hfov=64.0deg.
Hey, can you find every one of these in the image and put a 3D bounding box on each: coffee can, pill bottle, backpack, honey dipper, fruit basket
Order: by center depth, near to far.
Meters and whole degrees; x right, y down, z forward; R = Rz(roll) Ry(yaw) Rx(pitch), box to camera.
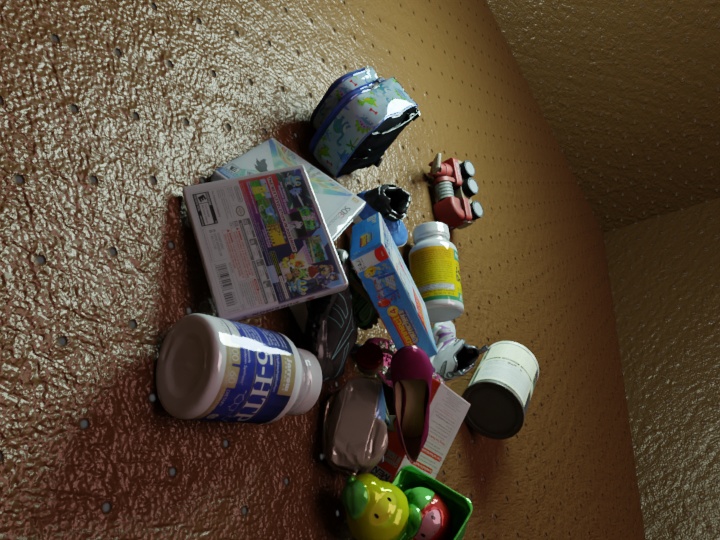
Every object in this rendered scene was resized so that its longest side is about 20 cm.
[{"bbox_3d":[-0.144,0.132,0.734,0.199,0.118,0.122,22,57,-50],"label":"pill bottle"},{"bbox_3d":[0.055,0.387,0.854,0.214,0.154,0.220,-25,124,-43],"label":"fruit basket"},{"bbox_3d":[-0.033,0.002,0.989,0.200,0.038,0.038,45,39,-11],"label":"honey dipper"},{"bbox_3d":[-0.010,-0.276,1.090,0.147,0.183,0.200,45,38,2],"label":"backpack"},{"bbox_3d":[0.163,0.003,1.270,0.112,0.111,0.204,27,53,-48],"label":"pill bottle"},{"bbox_3d":[0.334,0.278,1.367,0.200,0.144,0.149,-39,107,-56],"label":"coffee can"}]

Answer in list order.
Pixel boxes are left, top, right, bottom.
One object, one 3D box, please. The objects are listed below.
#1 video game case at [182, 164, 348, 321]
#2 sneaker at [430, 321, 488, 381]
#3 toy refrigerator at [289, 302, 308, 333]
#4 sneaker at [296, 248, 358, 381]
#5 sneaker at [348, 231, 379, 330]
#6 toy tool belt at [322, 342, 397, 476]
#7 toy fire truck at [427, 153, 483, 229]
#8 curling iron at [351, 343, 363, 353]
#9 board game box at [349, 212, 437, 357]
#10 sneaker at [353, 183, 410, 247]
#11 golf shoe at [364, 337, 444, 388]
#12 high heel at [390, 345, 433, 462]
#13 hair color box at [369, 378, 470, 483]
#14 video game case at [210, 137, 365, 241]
[{"bbox_3d":[-0.132,-0.043,0.793,0.179,0.023,0.203,-14,69,-20],"label":"video game case"},{"bbox_3d":[0.212,0.168,1.238,0.078,0.138,0.201,56,36,-21],"label":"sneaker"},{"bbox_3d":[-0.090,-0.002,0.927,0.203,0.069,0.076,64,34,-12],"label":"toy refrigerator"},{"bbox_3d":[-0.043,0.070,0.874,0.078,0.075,0.204,12,92,-38],"label":"sneaker"},{"bbox_3d":[0.000,0.000,1.056,0.085,0.077,0.204,31,51,-45],"label":"sneaker"},{"bbox_3d":[0.004,0.235,0.938,0.124,0.122,0.203,81,17,-54],"label":"toy tool belt"},{"bbox_3d":[0.223,-0.212,1.475,0.197,0.128,0.180,7,69,-43],"label":"toy fire truck"},{"bbox_3d":[-0.045,0.141,0.971,0.199,0.025,0.051,-2,95,-61],"label":"curling iron"},{"bbox_3d":[0.052,0.024,0.945,0.198,0.055,0.200,63,9,-15],"label":"board game box"},{"bbox_3d":[0.069,-0.111,1.183,0.199,0.110,0.078,32,49,-46],"label":"sneaker"},{"bbox_3d":[0.067,0.194,1.073,0.199,0.091,0.076,40,62,-22],"label":"golf shoe"},{"bbox_3d":[0.080,0.201,0.864,0.202,0.066,0.097,78,10,-46],"label":"high heel"},{"bbox_3d":[0.101,0.293,0.998,0.111,0.063,0.202,39,74,-40],"label":"hair color box"},{"bbox_3d":[-0.105,-0.123,0.905,0.198,0.022,0.183,34,35,3],"label":"video game case"}]
